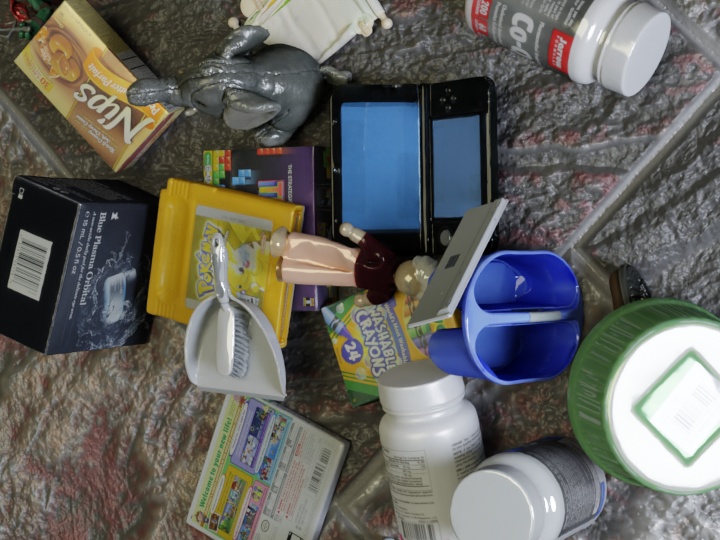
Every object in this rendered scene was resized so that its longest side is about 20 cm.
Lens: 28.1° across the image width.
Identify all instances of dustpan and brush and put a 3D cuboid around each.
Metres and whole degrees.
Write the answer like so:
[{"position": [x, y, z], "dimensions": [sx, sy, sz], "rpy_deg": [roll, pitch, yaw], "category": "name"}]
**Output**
[{"position": [-0.157, 0.054, 1.708], "dimensions": [0.139, 0.057, 0.201], "rpy_deg": [4, 96, 30], "category": "dustpan and brush"}]

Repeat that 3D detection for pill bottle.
[{"position": [0.222, -0.271, 1.550], "dimensions": [0.200, 0.114, 0.114], "rpy_deg": [31, 106, 25], "category": "pill bottle"}, {"position": [0.083, 0.208, 1.620], "dimensions": [0.113, 0.113, 0.201], "rpy_deg": [-3, 105, 29], "category": "pill bottle"}, {"position": [0.179, 0.245, 1.542], "dimensions": [0.113, 0.200, 0.114], "rpy_deg": [1, 92, 29], "category": "pill bottle"}]

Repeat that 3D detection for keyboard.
[{"position": [0.104, -0.010, 1.516], "dimensions": [0.056, 0.200, 0.011], "rpy_deg": [-23, 115, 39], "category": "keyboard"}]

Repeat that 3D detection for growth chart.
[{"position": [-0.068, -0.309, 1.765], "dimensions": [0.200, 0.018, 0.145], "rpy_deg": [-31, 77, 26], "category": "growth chart"}]

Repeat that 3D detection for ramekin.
[{"position": [0.319, 0.131, 1.464], "dimensions": [0.199, 0.098, 0.201], "rpy_deg": [-1, 94, -8], "category": "ramekin"}]

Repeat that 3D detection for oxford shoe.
[{"position": [0.280, 0.094, 1.555], "dimensions": [0.084, 0.073, 0.201], "rpy_deg": [-5, 89, 31], "category": "oxford shoe"}]

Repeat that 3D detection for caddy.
[{"position": [0.163, 0.050, 1.555], "dimensions": [0.105, 0.199, 0.142], "rpy_deg": [-2, 90, 46], "category": "caddy"}]

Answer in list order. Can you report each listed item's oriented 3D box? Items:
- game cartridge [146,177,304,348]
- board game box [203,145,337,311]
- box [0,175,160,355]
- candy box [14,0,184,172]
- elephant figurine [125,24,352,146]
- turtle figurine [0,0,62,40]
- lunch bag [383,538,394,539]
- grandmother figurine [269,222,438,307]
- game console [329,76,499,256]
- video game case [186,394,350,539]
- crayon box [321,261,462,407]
[{"position": [-0.168, -0.012, 1.759], "dimensions": [0.199, 0.032, 0.177], "rpy_deg": [13, 101, 26], "category": "game cartridge"}, {"position": [-0.112, -0.051, 1.777], "dimensions": [0.165, 0.057, 0.201], "rpy_deg": [-1, 92, 30], "category": "board game box"}, {"position": [-0.352, -0.009, 1.829], "dimensions": [0.117, 0.200, 0.198], "rpy_deg": [21, 102, 27], "category": "box"}, {"position": [-0.339, -0.241, 1.866], "dimensions": [0.200, 0.055, 0.115], "rpy_deg": [47, 114, 0], "category": "candy box"}, {"position": [-0.142, -0.216, 1.685], "dimensions": [0.141, 0.200, 0.155], "rpy_deg": [41, 108, 24], "category": "elephant figurine"}, {"position": [-0.422, -0.391, 1.913], "dimensions": [0.199, 0.101, 0.150], "rpy_deg": [-13, 103, 13], "category": "turtle figurine"}, {"position": [-0.018, 0.412, 1.659], "dimensions": [0.127, 0.200, 0.170], "rpy_deg": [39, 110, 22], "category": "lunch bag"}, {"position": [0.000, 0.000, 1.641], "dimensions": [0.199, 0.122, 0.061], "rpy_deg": [9, 55, 20], "category": "grandmother figurine"}, {"position": [0.061, -0.116, 1.638], "dimensions": [0.176, 0.116, 0.201], "rpy_deg": [2, 93, 55], "category": "game console"}, {"position": [-0.119, 0.268, 1.812], "dimensions": [0.182, 0.022, 0.201], "rpy_deg": [25, 104, 26], "category": "video game case"}, {"position": [0.062, 0.070, 1.687], "dimensions": [0.199, 0.052, 0.126], "rpy_deg": [-23, 81, 27], "category": "crayon box"}]
